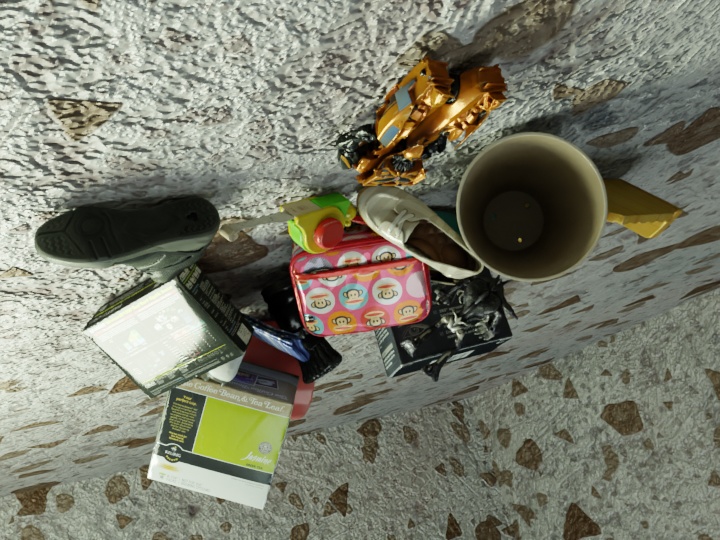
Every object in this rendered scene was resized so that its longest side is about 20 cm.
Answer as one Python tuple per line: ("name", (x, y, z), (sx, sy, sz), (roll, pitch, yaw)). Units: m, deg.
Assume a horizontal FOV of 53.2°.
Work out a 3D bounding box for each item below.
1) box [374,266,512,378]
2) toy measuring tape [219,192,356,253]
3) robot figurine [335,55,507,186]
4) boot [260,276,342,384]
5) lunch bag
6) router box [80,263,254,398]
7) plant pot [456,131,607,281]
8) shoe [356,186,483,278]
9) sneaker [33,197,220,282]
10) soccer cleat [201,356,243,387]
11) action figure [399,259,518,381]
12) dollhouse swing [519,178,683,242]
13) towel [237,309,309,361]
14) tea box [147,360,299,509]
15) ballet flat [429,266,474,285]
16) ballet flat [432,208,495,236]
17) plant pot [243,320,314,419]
("box", (0.120, 0.056, 1.212), (0.196, 0.200, 0.117), (-12, 164, -13))
("toy measuring tape", (-0.085, -0.047, 0.903), (0.200, 0.074, 0.074), (-20, 167, -36))
("robot figurine", (0.060, -0.151, 0.781), (0.145, 0.058, 0.200), (-4, 158, -31))
("boot", (-0.094, 0.100, 1.209), (0.079, 0.158, 0.211), (-26, 165, -10))
("lunch bag", (0.000, 0.000, 1.043), (0.199, 0.082, 0.177), (-9, 120, 3))
("router box", (-0.277, 0.086, 1.038), (0.200, 0.062, 0.150), (-26, 116, 26))
("plant pot", (0.222, -0.077, 0.996), (0.187, 0.188, 0.200), (-18, 177, 4))
("shoe", (0.083, -0.051, 0.957), (0.200, 0.070, 0.053), (32, -178, -19))
("sneaker", (-0.269, -0.024, 0.833), (0.199, 0.076, 0.114), (-13, 156, -30))
("soccer cleat", (-0.240, 0.109, 1.161), (0.070, 0.200, 0.086), (31, 93, -40))
("action figure", (0.155, 0.068, 1.087), (0.200, 0.119, 0.102), (-44, 175, 5))
("dollhouse swing", (0.359, -0.049, 1.151), (0.200, 0.182, 0.176), (-4, 121, -34))
("towel", (-0.174, 0.084, 1.135), (0.200, 0.024, 0.145), (25, 166, 11))
("tea box", (-0.225, 0.260, 1.207), (0.200, 0.197, 0.134), (17, -168, -4))
("ballet flat", (0.094, -0.015, 1.120), (0.199, 0.068, 0.067), (8, -171, -11))
("ballet flat", (0.146, -0.059, 1.127), (0.200, 0.071, 0.065), (0, 172, -33))
("plant pot", (-0.198, 0.185, 1.358), (0.177, 0.201, 0.200), (3, 156, -23))
